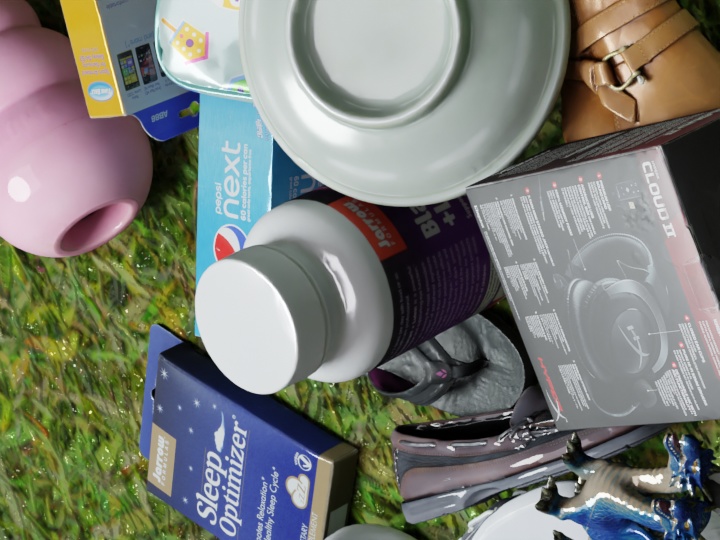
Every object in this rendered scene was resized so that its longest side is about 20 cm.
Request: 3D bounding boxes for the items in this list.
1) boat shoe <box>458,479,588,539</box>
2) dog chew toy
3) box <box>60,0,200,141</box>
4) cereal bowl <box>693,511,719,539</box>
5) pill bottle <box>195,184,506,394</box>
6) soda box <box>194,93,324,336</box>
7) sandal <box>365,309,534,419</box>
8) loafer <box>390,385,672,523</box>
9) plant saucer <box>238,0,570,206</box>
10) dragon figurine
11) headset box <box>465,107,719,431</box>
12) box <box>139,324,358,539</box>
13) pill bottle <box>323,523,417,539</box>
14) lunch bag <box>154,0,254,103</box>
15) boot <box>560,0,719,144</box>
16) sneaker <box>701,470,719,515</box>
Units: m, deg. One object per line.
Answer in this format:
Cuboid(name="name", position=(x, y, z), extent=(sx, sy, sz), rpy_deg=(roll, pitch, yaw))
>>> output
Cuboid(name="boat shoe", position=(0.102, 0.169, 1.613), extent=(0.072, 0.068, 0.200), rpy_deg=(25, 142, -7))
Cuboid(name="dog chew toy", position=(-0.227, -0.109, 1.771), extent=(0.200, 0.124, 0.125), rpy_deg=(58, 138, 18))
Cuboid(name="box", position=(-0.136, -0.186, 1.639), extent=(0.041, 0.119, 0.200), rpy_deg=(3, 111, 44))
Cuboid(name="cereal bowl", position=(0.207, 0.244, 1.537), extent=(0.200, 0.083, 0.200), rpy_deg=(22, 125, 37))
Cuboid(name="pill bottle", position=(0.000, 0.000, 1.534), extent=(0.111, 0.200, 0.112), rpy_deg=(21, 123, 36))
Cuboid(name="soda box", position=(-0.059, -0.053, 1.644), extent=(0.068, 0.064, 0.200), rpy_deg=(14, 107, 40))
Cuboid(name="sandal", position=(0.024, 0.054, 1.649), extent=(0.200, 0.048, 0.075), rpy_deg=(13, 118, 40))
Cuboid(name="loafer", position=(0.096, 0.100, 1.573), extent=(0.200, 0.072, 0.063), rpy_deg=(-24, 86, 37))
Cuboid(name="plant saucer", position=(0.016, -0.134, 1.440), extent=(0.200, 0.050, 0.200), rpy_deg=(3, 97, 21))
Cuboid(name="dragon figurine", position=(0.155, 0.147, 1.439), extent=(0.099, 0.059, 0.200), rpy_deg=(22, 152, 21))
Cuboid(name="headset box", position=(0.160, 0.000, 1.364), extent=(0.200, 0.077, 0.149), rpy_deg=(-12, 102, 58))
Cuboid(name="box", position=(-0.090, 0.132, 1.813), extent=(0.200, 0.032, 0.121), rpy_deg=(31, 128, 32))
Cuboid(name="pill bottle", position=(-0.018, 0.268, 1.752), extent=(0.106, 0.106, 0.200), rpy_deg=(47, 135, 18))
Cuboid(name="lunch bag", position=(-0.032, -0.189, 1.522), extent=(0.160, 0.077, 0.200), rpy_deg=(11, 100, 21))
Cuboid(name="boot", position=(0.182, -0.109, 1.409), extent=(0.200, 0.077, 0.155), rpy_deg=(-18, 92, 55))
Cuboid(name="sneaker", position=(0.249, 0.172, 1.398), extent=(0.200, 0.074, 0.079), rpy_deg=(41, 105, 43))
